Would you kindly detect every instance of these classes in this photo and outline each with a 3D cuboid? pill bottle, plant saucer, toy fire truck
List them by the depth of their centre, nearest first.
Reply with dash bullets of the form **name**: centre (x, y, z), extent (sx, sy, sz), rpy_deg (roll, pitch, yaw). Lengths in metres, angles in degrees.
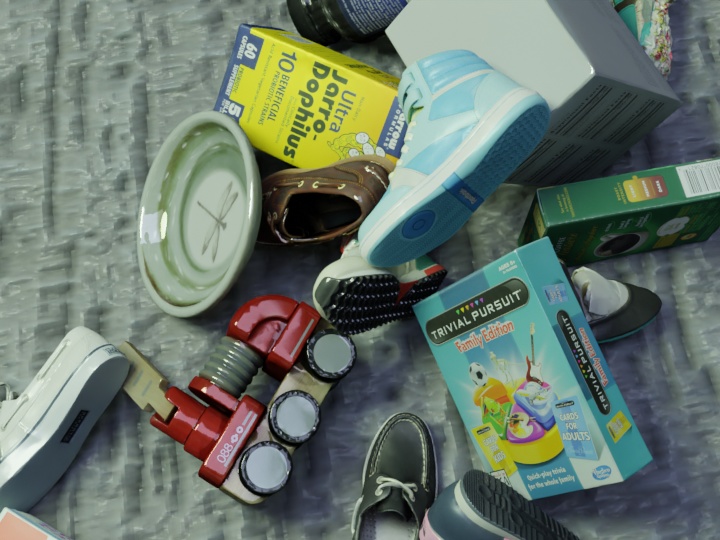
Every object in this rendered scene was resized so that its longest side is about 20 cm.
- **toy fire truck**: centre (-0.129, 0.096, 0.850), extent (0.199, 0.129, 0.177), rpy_deg (31, 71, -2)
- **plant saucer**: centre (-0.148, -0.052, 0.901), extent (0.050, 0.199, 0.202), rpy_deg (10, 59, -44)
- **pill bottle**: centre (0.024, -0.308, 0.973), extent (0.199, 0.112, 0.113), rpy_deg (-13, 64, 31)

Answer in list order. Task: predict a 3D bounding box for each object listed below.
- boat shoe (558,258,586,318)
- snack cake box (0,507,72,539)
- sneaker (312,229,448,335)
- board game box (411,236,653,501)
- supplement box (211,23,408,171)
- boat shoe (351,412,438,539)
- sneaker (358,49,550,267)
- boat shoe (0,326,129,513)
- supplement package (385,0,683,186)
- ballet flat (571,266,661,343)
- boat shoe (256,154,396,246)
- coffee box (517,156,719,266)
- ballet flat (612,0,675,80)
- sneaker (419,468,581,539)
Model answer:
- **boat shoe**: centre (0.179, 0.087, 0.830), extent (0.066, 0.057, 0.202), rpy_deg (-12, 100, 3)
- **snack cake box**: centre (-0.248, 0.305, 0.788), extent (0.199, 0.067, 0.116), rpy_deg (27, 72, 11)
- **sneaker**: centre (0.000, 0.000, 0.861), extent (0.093, 0.199, 0.071), rpy_deg (42, 114, 23)
- **board game box**: centre (0.141, 0.093, 0.799), extent (0.047, 0.151, 0.201), rpy_deg (-20, 82, -38)
- **supplement box**: centre (-0.033, -0.160, 0.929), extent (0.199, 0.109, 0.110), rpy_deg (25, 107, 10)
- **boat shoe**: centre (0.027, 0.221, 0.822), extent (0.073, 0.060, 0.202), rpy_deg (14, 69, 7)
- **sneaker**: centre (0.054, -0.105, 0.799), extent (0.200, 0.080, 0.131), rpy_deg (-42, 59, 3)
- **boat shoe**: centre (-0.304, 0.136, 0.844), extent (0.086, 0.075, 0.203), rpy_deg (35, 91, 25)
- **supplement package**: centre (0.169, -0.199, 0.895), extent (0.199, 0.147, 0.192), rpy_deg (-2, 57, -50)
- **ballet flat**: centre (0.198, 0.042, 0.881), extent (0.198, 0.069, 0.068), rpy_deg (-19, 36, -8)
- **boat shoe**: centre (-0.054, -0.059, 0.876), extent (0.071, 0.199, 0.070), rpy_deg (55, 46, -19)
- **coffee box**: centre (0.260, -0.053, 0.899), extent (0.198, 0.123, 0.044), rpy_deg (-11, 69, -2)
- **ballet flat**: centre (0.321, -0.292, 1.033), extent (0.063, 0.075, 0.202), rpy_deg (19, 71, -25)
- **sneaker**: centre (0.140, 0.255, 0.802), extent (0.200, 0.082, 0.070), rpy_deg (41, 28, -8)
